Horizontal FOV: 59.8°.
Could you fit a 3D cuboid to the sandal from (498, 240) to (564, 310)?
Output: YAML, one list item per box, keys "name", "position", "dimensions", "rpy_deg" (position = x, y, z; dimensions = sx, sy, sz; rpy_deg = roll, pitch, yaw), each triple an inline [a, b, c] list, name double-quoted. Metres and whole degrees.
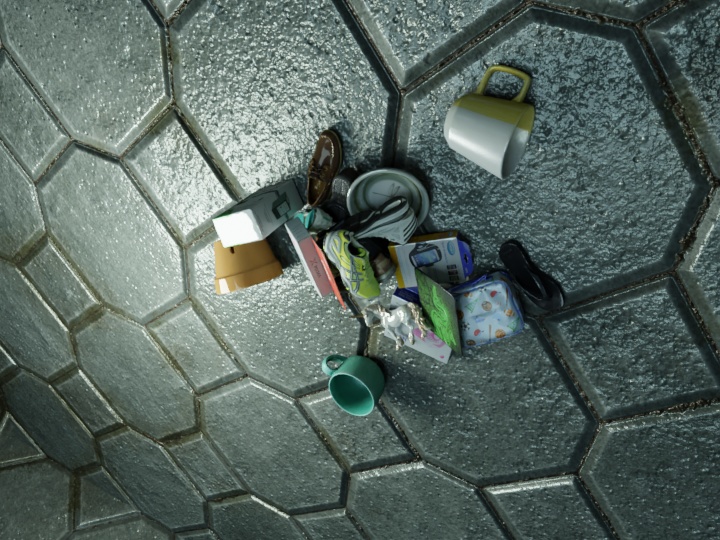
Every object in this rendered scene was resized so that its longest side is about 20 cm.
- name: "sandal"
  position: [0.388, 0.022, 1.445]
  dimensions: [0.200, 0.043, 0.076]
  rpy_deg: [46, 132, -3]

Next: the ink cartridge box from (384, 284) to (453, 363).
- name: "ink cartridge box"
  position: [0.168, 0.128, 1.649]
  dimensions: [0.193, 0.043, 0.204]
  rpy_deg: [23, 130, 17]

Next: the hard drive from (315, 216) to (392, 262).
- name: "hard drive"
  position: [-0.004, -0.051, 1.596]
  dimensions: [0.198, 0.043, 0.134]
  rpy_deg: [36, 135, -24]

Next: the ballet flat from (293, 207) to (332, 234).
- name: "ballet flat"
  position: [-0.123, -0.117, 1.616]
  dimensions: [0.073, 0.071, 0.199]
  rpy_deg: [56, 161, -13]

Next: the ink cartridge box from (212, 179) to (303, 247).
- name: "ink cartridge box"
  position: [-0.261, -0.149, 1.620]
  dimensions: [0.143, 0.200, 0.086]
  rpy_deg: [-10, 113, 34]

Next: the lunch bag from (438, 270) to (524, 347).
- name: "lunch bag"
  position: [0.294, 0.090, 1.509]
  dimensions: [0.196, 0.076, 0.163]
  rpy_deg: [-21, 104, 26]

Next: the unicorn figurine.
- name: "unicorn figurine"
  position: [0.088, 0.136, 1.639]
  dimensions: [0.197, 0.074, 0.140]
  rpy_deg: [-27, 93, 26]

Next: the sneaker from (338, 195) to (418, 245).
- name: "sneaker"
  position: [0.047, -0.087, 1.481]
  dimensions: [0.197, 0.077, 0.116]
  rpy_deg: [-21, 128, 23]

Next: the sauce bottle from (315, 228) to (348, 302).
- name: "sauce bottle"
  position: [-0.071, -0.009, 1.686]
  dimensions: [0.065, 0.066, 0.204]
  rpy_deg: [2, 120, 29]

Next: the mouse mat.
- name: "mouse mat"
  position: [0.189, 0.101, 1.515]
  dimensions: [0.161, 0.007, 0.203]
  rpy_deg: [41, 154, 47]

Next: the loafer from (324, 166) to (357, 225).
- name: "loafer"
  position: [-0.036, -0.179, 1.554]
  dimensions: [0.072, 0.072, 0.201]
  rpy_deg: [31, 147, 6]

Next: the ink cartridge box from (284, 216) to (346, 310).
- name: "ink cartridge box"
  position: [-0.110, -0.008, 1.552]
  dimensions: [0.174, 0.043, 0.202]
  rpy_deg: [55, 169, 46]

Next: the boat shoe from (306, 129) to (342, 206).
- name: "boat shoe"
  position: [-0.094, -0.246, 1.543]
  dimensions: [0.071, 0.068, 0.203]
  rpy_deg: [25, 129, 13]

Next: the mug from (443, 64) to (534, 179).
- name: "mug"
  position: [0.262, -0.299, 1.274]
  dimensions: [0.151, 0.189, 0.150]
  rpy_deg: [26, 163, 23]

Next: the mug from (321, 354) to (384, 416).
- name: "mug"
  position: [-0.010, 0.314, 1.828]
  dimensions: [0.149, 0.115, 0.188]
  rpy_deg: [-12, 113, 36]

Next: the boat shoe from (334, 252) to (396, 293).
- name: "boat shoe"
  position: [0.000, 0.000, 1.571]
  dimensions: [0.197, 0.076, 0.073]
  rpy_deg: [-19, 113, 37]

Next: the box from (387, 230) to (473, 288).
- name: "box"
  position: [0.175, -0.027, 1.528]
  dimensions: [0.195, 0.042, 0.122]
  rpy_deg: [-7, 117, 19]

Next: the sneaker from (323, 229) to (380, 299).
- name: "sneaker"
  position: [-0.008, -0.008, 1.454]
  dimensions: [0.075, 0.076, 0.201]
  rpy_deg: [-12, 128, 39]

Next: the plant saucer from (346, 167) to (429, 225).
- name: "plant saucer"
  position: [0.066, -0.171, 1.483]
  dimensions: [0.194, 0.051, 0.203]
  rpy_deg: [3, 135, 3]

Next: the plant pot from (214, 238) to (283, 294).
- name: "plant pot"
  position: [-0.326, -0.031, 1.756]
  dimensions: [0.196, 0.199, 0.144]
  rpy_deg: [-11, 97, 35]
